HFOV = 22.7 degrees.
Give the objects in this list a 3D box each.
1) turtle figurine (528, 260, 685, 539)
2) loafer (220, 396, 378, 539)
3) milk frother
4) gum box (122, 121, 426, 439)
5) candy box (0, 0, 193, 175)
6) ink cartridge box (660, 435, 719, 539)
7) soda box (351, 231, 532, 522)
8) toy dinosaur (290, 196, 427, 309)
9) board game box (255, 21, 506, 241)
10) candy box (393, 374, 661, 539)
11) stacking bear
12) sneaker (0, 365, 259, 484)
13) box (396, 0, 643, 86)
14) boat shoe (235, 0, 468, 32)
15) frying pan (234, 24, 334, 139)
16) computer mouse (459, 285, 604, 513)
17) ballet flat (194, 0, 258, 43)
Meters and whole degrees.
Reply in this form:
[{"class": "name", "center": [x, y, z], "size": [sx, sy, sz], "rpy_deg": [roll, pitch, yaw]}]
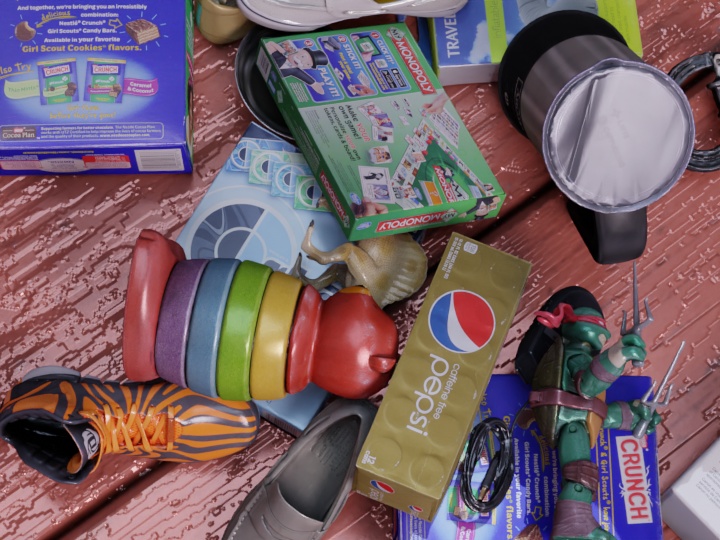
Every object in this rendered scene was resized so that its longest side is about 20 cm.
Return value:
[{"class": "turtle figurine", "center": [0.170, 0.100, 1.293], "size": [0.100, 0.150, 0.201], "rpy_deg": [4, 76, 22]}, {"class": "loafer", "center": [-0.054, 0.179, 1.359], "size": [0.070, 0.070, 0.201], "rpy_deg": [33, 92, 6]}, {"class": "milk frother", "center": [0.230, -0.122, 1.411], "size": [0.199, 0.188, 0.181], "rpy_deg": [-27, 111, 3]}, {"class": "gum box", "center": [-0.067, 0.008, 1.440], "size": [0.169, 0.045, 0.201], "rpy_deg": [30, 73, 5]}, {"class": "candy box", "center": [-0.222, -0.183, 1.472], "size": [0.168, 0.077, 0.202], "rpy_deg": [-1, 74, -2]}, {"class": "ink cartridge box", "center": [0.351, 0.161, 1.398], "size": [0.200, 0.084, 0.144], "rpy_deg": [-42, 79, -14]}, {"class": "soda box", "center": [0.061, 0.079, 1.326], "size": [0.067, 0.064, 0.201], "rpy_deg": [21, 68, 5]}, {"class": "toy dinosaur", "center": [0.000, 0.000, 1.395], "size": [0.101, 0.058, 0.201], "rpy_deg": [20, 73, -1]}, {"class": "board game box", "center": [0.014, -0.115, 1.431], "size": [0.134, 0.029, 0.201], "rpy_deg": [-9, 53, -25]}, {"class": "candy box", "center": [0.125, 0.171, 1.377], "size": [0.198, 0.077, 0.170], "rpy_deg": [1, 70, -2]}, {"class": "stacking bear", "center": [-0.068, 0.044, 1.338], "size": [0.198, 0.121, 0.115], "rpy_deg": [9, 86, 6]}, {"class": "sneaker", "center": [-0.179, 0.126, 1.356], "size": [0.198, 0.112, 0.078], "rpy_deg": [1, 106, 4]}, {"class": "box", "center": [0.131, -0.223, 1.520], "size": [0.198, 0.048, 0.123], "rpy_deg": [-4, 73, -5]}, {"class": "boat shoe", "center": [-0.002, -0.235, 1.449], "size": [0.198, 0.070, 0.071], "rpy_deg": [-1, 82, -6]}, {"class": "frying pan", "center": [-0.018, -0.142, 1.494], "size": [0.189, 0.031, 0.116], "rpy_deg": [24, 63, -11]}, {"class": "computer mouse", "center": [0.124, 0.094, 1.339], "size": [0.059, 0.034, 0.200], "rpy_deg": [43, 64, -17]}, {"class": "ballet flat", "center": [-0.054, -0.262, 1.510], "size": [0.200, 0.063, 0.069], "rpy_deg": [-39, 69, -13]}]
